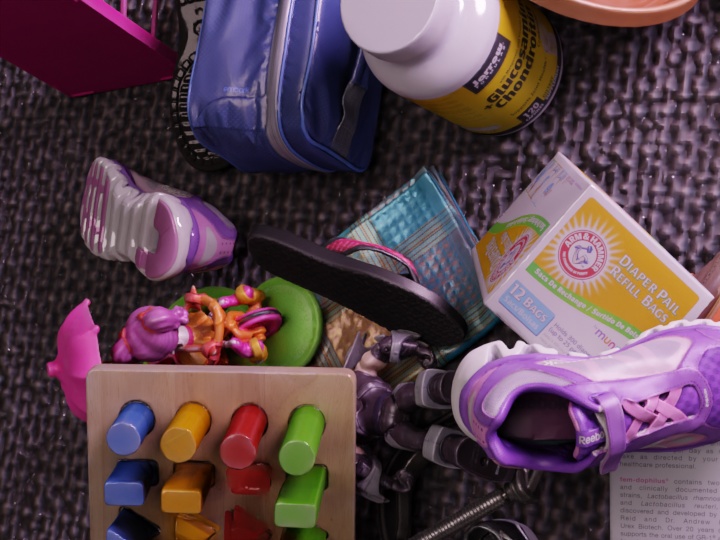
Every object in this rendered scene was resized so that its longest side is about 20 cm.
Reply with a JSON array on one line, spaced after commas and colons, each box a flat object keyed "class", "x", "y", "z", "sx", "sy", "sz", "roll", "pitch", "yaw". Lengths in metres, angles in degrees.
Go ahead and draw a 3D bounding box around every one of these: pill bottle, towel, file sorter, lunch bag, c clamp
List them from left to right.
[{"class": "file sorter", "x": -0.257, "y": -0.255, "z": 1.208, "sx": 0.137, "sy": 0.200, "sz": 0.127, "roll": -6, "pitch": 74, "yaw": 25}, {"class": "lunch bag", "x": -0.045, "y": -0.182, "z": 1.122, "sx": 0.131, "sy": 0.136, "sz": 0.203, "roll": 4, "pitch": 80, "yaw": 26}, {"class": "towel", "x": 0.015, "y": 0.029, "z": 1.114, "sx": 0.199, "sy": 0.022, "sz": 0.148, "roll": -37, "pitch": 65, "yaw": 15}, {"class": "pill bottle", "x": 0.068, "y": -0.175, "z": 1.025, "sx": 0.111, "sy": 0.199, "sz": 0.114, "roll": -5, "pitch": 80, "yaw": 30}, {"class": "c clamp", "x": 0.070, "y": 0.169, "z": 1.010, "sx": 0.199, "sy": 0.027, "sz": 0.172, "roll": -39, "pitch": 29, "yaw": 25}]

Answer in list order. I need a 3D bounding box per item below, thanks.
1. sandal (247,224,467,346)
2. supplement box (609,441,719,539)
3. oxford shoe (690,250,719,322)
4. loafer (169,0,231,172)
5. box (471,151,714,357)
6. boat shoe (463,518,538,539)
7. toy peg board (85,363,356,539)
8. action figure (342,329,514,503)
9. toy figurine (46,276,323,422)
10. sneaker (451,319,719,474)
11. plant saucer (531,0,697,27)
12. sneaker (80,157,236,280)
[{"class": "sandal", "x": 0.000, "y": 0.000, "z": 1.078, "sx": 0.198, "sy": 0.076, "sz": 0.045, "roll": 24, "pitch": 60, "yaw": 24}, {"class": "supplement box", "x": 0.218, "y": 0.183, "z": 0.904, "sx": 0.102, "sy": 0.101, "sz": 0.203, "roll": -1, "pitch": 95, "yaw": 17}, {"class": "oxford shoe", "x": 0.235, "y": 0.027, "z": 0.979, "sx": 0.073, "sy": 0.071, "sz": 0.201, "roll": 36, "pitch": 97, "yaw": 31}, {"class": "loafer", "x": -0.125, "y": -0.189, "z": 1.207, "sx": 0.072, "sy": 0.071, "sz": 0.203, "roll": 2, "pitch": 95, "yaw": 7}, {"class": "box", "x": 0.151, "y": 0.001, "z": 0.937, "sx": 0.112, "sy": 0.200, "sz": 0.102, "roll": 41, "pitch": 100, "yaw": -6}, {"class": "boat shoe", "x": 0.132, "y": 0.270, "z": 0.980, "sx": 0.073, "sy": 0.068, "sz": 0.202, "roll": -28, "pitch": 68, "yaw": 18}, {"class": "toy peg board", "x": -0.103, "y": 0.177, "z": 0.970, "sx": 0.196, "sy": 0.098, "sz": 0.203, "roll": 1, "pitch": 101, "yaw": 3}, {"class": "action figure", "x": 0.031, "y": 0.110, "z": 1.018, "sx": 0.199, "sy": 0.069, "sz": 0.132, "roll": 0, "pitch": 83, "yaw": 59}, {"class": "toy figurine", "x": -0.153, "y": 0.067, "z": 1.085, "sx": 0.199, "sy": 0.183, "sz": 0.152, "roll": -32, "pitch": 69, "yaw": 24}, {"class": "sneaker", "x": 0.151, "y": 0.082, "z": 0.806, "sx": 0.197, "sy": 0.089, "sz": 0.082, "roll": -6, "pitch": 102, "yaw": 7}, {"class": "plant saucer", "x": 0.167, "y": -0.251, "z": 1.025, "sx": 0.201, "sy": 0.199, "sz": 0.033, "roll": 51, "pitch": 146, "yaw": 25}, {"class": "sneaker", "x": -0.175, "y": -0.042, "z": 1.188, "sx": 0.199, "sy": 0.088, "sz": 0.082, "roll": 27, "pitch": 111, "yaw": 49}]
